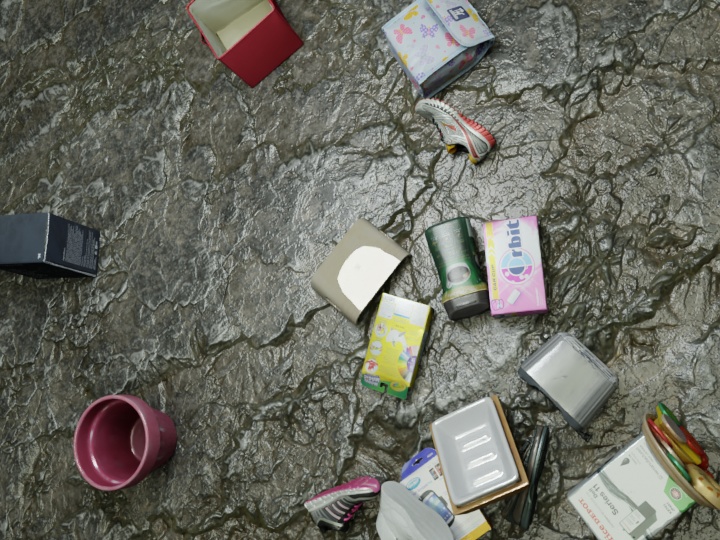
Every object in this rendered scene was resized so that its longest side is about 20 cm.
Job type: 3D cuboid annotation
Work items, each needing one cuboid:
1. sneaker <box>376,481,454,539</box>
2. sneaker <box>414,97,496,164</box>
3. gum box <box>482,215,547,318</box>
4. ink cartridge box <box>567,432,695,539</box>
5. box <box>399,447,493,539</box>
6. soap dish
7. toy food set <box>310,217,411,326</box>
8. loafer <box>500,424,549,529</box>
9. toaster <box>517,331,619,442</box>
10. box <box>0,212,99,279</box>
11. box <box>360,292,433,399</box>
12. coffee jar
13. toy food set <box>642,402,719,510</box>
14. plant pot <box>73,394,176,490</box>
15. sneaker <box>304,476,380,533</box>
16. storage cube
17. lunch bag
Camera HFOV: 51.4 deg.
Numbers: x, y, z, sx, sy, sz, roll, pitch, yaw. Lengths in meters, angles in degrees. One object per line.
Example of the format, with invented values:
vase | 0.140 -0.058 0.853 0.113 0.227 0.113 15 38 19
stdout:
sneaker | 0.106 0.529 1.498 0.199 0.072 0.118 36 124 44
sneaker | 0.195 -0.305 1.623 0.198 0.078 0.083 37 95 20
gum box | 0.318 -0.011 1.539 0.110 0.066 0.206 -7 79 16
ink cartridge box | 0.506 0.421 1.398 0.199 0.083 0.148 -42 71 9
box | 0.168 0.468 1.530 0.118 0.041 0.202 -36 70 10
soap dish | 0.232 0.364 1.467 0.155 0.082 0.203 -26 45 13
toy food set | 0.000 0.000 1.658 0.143 0.060 0.201 38 86 21
loafer | 0.323 0.401 1.474 0.061 0.072 0.206 11 87 25
toaster | 0.410 0.216 1.449 0.130 0.113 0.200 -47 69 4
box | -0.788 -0.057 1.853 0.195 0.196 0.128 -1 81 17
box | 0.078 0.163 1.605 0.115 0.048 0.205 15 84 20
coffee jar | 0.206 -0.002 1.567 0.102 0.085 0.205 -16 76 14
toy food set | 0.574 0.331 1.328 0.198 0.200 0.049 47 111 3
plant pot | -0.516 0.386 1.699 0.195 0.179 0.206 -3 80 17
sneaker | -0.028 0.496 1.565 0.197 0.073 0.089 -29 81 30
storage cube | -0.271 -0.579 1.771 0.198 0.179 0.173 -37 72 10
lunch bag | 0.171 -0.512 1.641 0.198 0.127 0.172 -33 75 4
